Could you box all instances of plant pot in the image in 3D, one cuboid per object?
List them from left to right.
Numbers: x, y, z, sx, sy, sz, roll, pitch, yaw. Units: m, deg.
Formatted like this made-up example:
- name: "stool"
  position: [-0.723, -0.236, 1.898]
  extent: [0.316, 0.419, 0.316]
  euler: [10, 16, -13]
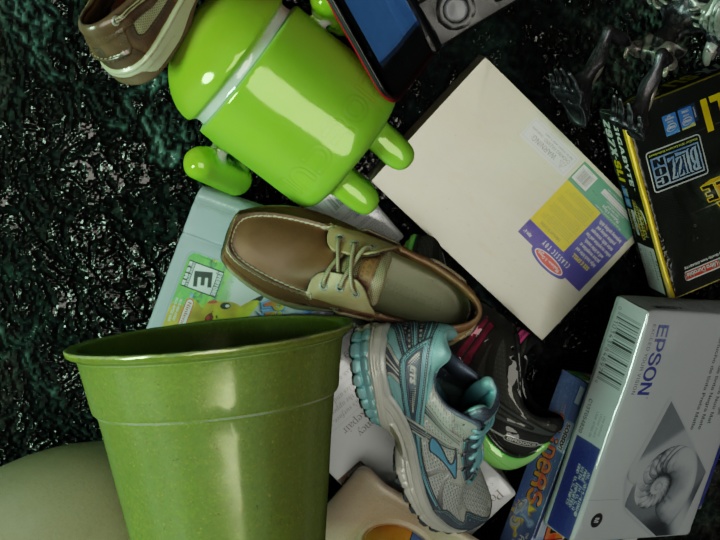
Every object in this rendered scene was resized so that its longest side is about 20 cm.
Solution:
- name: "plant pot"
  position: [-0.192, 0.207, 1.162]
  extent: [0.134, 0.200, 0.201]
  euler: [-38, 107, -18]
- name: "plant pot"
  position: [-0.096, 0.137, 1.053]
  extent: [0.199, 0.200, 0.191]
  euler: [-5, 94, -8]

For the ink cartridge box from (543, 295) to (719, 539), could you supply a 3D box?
- name: "ink cartridge box"
  position: [0.254, 0.119, 1.225]
  extent: [0.199, 0.041, 0.201]
  euler: [2, 110, -39]

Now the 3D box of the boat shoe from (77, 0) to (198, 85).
- name: "boat shoe"
  position: [-0.134, -0.233, 1.074]
  extent: [0.075, 0.074, 0.203]
  euler: [43, 63, -49]

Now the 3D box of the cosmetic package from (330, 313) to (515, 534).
- name: "cosmetic package"
  position: [0.022, 0.135, 1.228]
  extent: [0.102, 0.074, 0.200]
  euler: [-43, 105, 4]

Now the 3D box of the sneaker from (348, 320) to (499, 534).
- name: "sneaker"
  position: [0.065, 0.118, 1.109]
  extent: [0.086, 0.078, 0.200]
  euler: [-13, 128, 22]

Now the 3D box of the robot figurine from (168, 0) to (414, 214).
- name: "robot figurine"
  position: [-0.055, -0.127, 1.125]
  extent: [0.200, 0.116, 0.176]
  euler: [37, 98, -11]

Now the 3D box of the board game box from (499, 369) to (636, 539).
- name: "board game box"
  position: [0.185, 0.185, 1.256]
  extent: [0.135, 0.034, 0.201]
  euler: [9, 104, -41]

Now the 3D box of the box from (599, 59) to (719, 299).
- name: "box"
  position: [0.304, -0.087, 1.218]
  extent: [0.199, 0.049, 0.160]
  euler: [-21, 104, -12]

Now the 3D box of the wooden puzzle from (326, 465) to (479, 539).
- name: "wooden puzzle"
  position: [0.038, 0.267, 1.215]
  extent: [0.200, 0.046, 0.185]
  euler: [35, 130, -3]

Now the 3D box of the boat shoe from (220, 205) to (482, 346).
- name: "boat shoe"
  position: [0.000, 0.000, 1.109]
  extent: [0.199, 0.074, 0.076]
  euler: [17, 79, -15]

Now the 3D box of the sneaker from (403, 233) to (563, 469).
- name: "sneaker"
  position: [0.095, 0.056, 1.200]
  extent: [0.084, 0.077, 0.201]
  euler: [-29, 92, 15]

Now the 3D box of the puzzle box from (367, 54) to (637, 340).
- name: "puzzle box"
  position: [0.120, -0.056, 1.221]
  extent: [0.200, 0.025, 0.133]
  euler: [43, 94, -16]

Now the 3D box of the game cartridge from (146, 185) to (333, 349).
- name: "game cartridge"
  position: [-0.094, 0.048, 1.163]
  extent: [0.133, 0.040, 0.201]
  euler: [19, 86, 8]

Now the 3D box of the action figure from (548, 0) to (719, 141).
- name: "action figure"
  position: [0.231, -0.191, 1.138]
  extent: [0.119, 0.102, 0.200]
  euler: [30, 70, 19]

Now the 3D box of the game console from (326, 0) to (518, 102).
- name: "game console"
  position: [0.036, -0.253, 1.110]
  extent: [0.172, 0.119, 0.201]
  euler: [-31, 107, 0]

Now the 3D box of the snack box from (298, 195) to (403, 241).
- name: "snack box"
  position: [-0.064, 0.012, 1.208]
  extent: [0.200, 0.024, 0.072]
  euler: [-41, 107, 2]
